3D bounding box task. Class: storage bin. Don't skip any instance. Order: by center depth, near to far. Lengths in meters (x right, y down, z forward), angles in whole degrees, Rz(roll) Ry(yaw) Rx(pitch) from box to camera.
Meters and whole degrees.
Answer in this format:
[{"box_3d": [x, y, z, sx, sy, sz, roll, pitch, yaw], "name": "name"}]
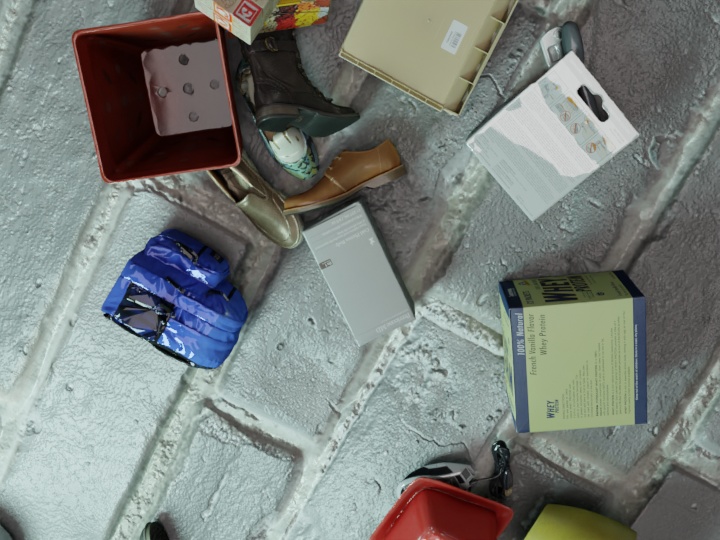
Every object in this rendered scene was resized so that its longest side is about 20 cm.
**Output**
[{"box_3d": [0.095, -0.353, 1.225, 0.196, 0.094, 0.203, 27, 105, -5], "name": "storage bin"}]

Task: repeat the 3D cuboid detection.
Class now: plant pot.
[{"box_3d": [-0.265, -0.250, 1.230, 0.195, 0.177, 0.204, -7, 106, 4], "name": "plant pot"}, {"box_3d": [0.334, 0.464, 1.410, 0.141, 0.199, 0.202, 35, 106, 19], "name": "plant pot"}]

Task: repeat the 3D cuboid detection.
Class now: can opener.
[{"box_3d": [0.311, -0.256, 1.258, 0.052, 0.067, 0.203, -19, 109, 8], "name": "can opener"}]

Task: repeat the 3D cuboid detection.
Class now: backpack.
[{"box_3d": [-0.265, 0.047, 1.323, 0.198, 0.163, 0.169, 33, 102, -6], "name": "backpack"}]

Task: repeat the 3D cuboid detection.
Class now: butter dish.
[{"box_3d": [0.133, 0.461, 1.403, 0.197, 0.149, 0.201, 23, 119, -16], "name": "butter dish"}]

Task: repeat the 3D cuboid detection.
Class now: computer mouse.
[{"box_3d": [0.154, 0.343, 1.443, 0.195, 0.044, 0.111, -10, 122, 5], "name": "computer mouse"}]

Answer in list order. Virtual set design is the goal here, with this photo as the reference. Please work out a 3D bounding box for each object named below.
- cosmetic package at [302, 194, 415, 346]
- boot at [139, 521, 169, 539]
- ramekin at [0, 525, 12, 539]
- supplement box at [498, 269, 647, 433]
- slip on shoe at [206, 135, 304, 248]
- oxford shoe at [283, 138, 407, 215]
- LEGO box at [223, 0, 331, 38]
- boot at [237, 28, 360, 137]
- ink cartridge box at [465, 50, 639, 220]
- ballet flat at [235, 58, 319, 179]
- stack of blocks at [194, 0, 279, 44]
[{"box_3d": [0.000, 0.000, 1.334, 0.105, 0.090, 0.203, -26, 100, 8], "name": "cosmetic package"}, {"box_3d": [-0.426, 0.535, 1.526, 0.195, 0.073, 0.186, -8, 104, 12], "name": "boot"}, {"box_3d": [-0.693, 0.518, 1.515, 0.197, 0.094, 0.207, 1, 106, 2], "name": "ramekin"}, {"box_3d": [0.320, 0.121, 1.324, 0.195, 0.135, 0.205, -5, 106, 4], "name": "supplement box"}, {"box_3d": [-0.164, -0.110, 1.314, 0.075, 0.061, 0.202, -29, 102, 32], "name": "slip on shoe"}, {"box_3d": [-0.032, -0.138, 1.300, 0.197, 0.071, 0.072, -25, 97, -10], "name": "oxford shoe"}, {"box_3d": [-0.130, -0.434, 1.173, 0.146, 0.077, 0.205, -10, 85, -8], "name": "LEGO box"}, {"box_3d": [-0.092, -0.289, 1.252, 0.069, 0.197, 0.178, -24, 74, 45], "name": "boot"}, {"box_3d": [0.277, -0.196, 1.269, 0.199, 0.050, 0.161, -40, 99, 20], "name": "ink cartridge box"}, {"box_3d": [-0.128, -0.219, 1.288, 0.073, 0.074, 0.202, -30, 102, 11], "name": "ballet flat"}, {"box_3d": [-0.133, -0.408, 1.100, 0.114, 0.059, 0.202, 32, 80, -3], "name": "stack of blocks"}]
